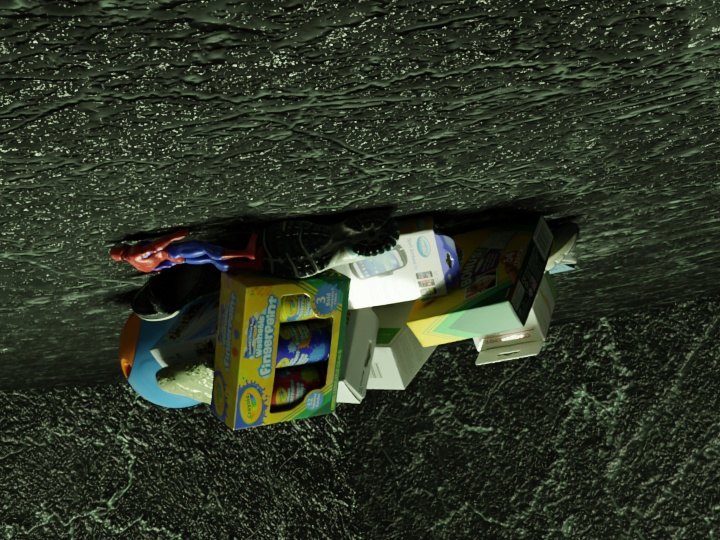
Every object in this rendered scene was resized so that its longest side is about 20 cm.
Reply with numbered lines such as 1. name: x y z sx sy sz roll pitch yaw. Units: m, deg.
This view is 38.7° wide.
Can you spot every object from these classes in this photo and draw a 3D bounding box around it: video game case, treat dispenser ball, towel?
1. video game case: -0.191 0.054 1.511 0.181 0.045 0.200 -17 -153 42
2. treat dispenser ball: -0.316 0.136 1.775 0.201 0.201 0.201 -7 171 -1
3. towel: -0.181 0.171 1.486 0.200 0.037 0.148 26 149 -35

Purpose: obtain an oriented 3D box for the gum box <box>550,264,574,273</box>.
1. gum box: 0.260 -0.013 1.823 0.200 0.045 0.170 -13 169 25

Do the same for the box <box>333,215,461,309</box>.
1. box: 0.040 -0.010 1.464 0.200 0.041 0.119 -10 126 8

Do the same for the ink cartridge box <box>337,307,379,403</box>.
1. ink cartridge box: -0.086 0.116 1.555 0.200 0.147 0.083 0 151 22

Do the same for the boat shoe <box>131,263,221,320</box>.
1. boat shoe: -0.282 0.026 1.525 0.199 0.075 0.066 -14 167 32

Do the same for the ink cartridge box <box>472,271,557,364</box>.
1. ink cartridge box: 0.247 0.069 1.681 0.117 0.067 0.200 -13 -157 24

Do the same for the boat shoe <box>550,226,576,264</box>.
1. boat shoe: 0.256 -0.023 1.681 0.200 0.067 0.074 -12 170 24

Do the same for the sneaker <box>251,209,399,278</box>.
1. sneaker: -0.048 -0.029 1.375 0.200 0.078 0.086 -7 174 -4

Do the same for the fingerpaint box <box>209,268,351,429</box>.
1. fingerpaint box: -0.107 0.100 1.380 0.167 0.200 0.073 -4 -162 -36

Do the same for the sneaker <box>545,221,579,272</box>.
1. sneaker: 0.251 -0.024 1.614 0.200 0.085 0.074 -36 -177 17

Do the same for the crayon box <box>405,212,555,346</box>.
1. crayon box: 0.179 0.013 1.510 0.172 0.058 0.200 -14 -147 35

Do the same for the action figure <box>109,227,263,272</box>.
1. action figure: -0.228 -0.025 1.326 0.200 0.052 0.065 -3 161 8

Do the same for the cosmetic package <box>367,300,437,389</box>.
1. cosmetic package: 0.059 0.105 1.662 0.108 0.085 0.200 -4 -153 32
